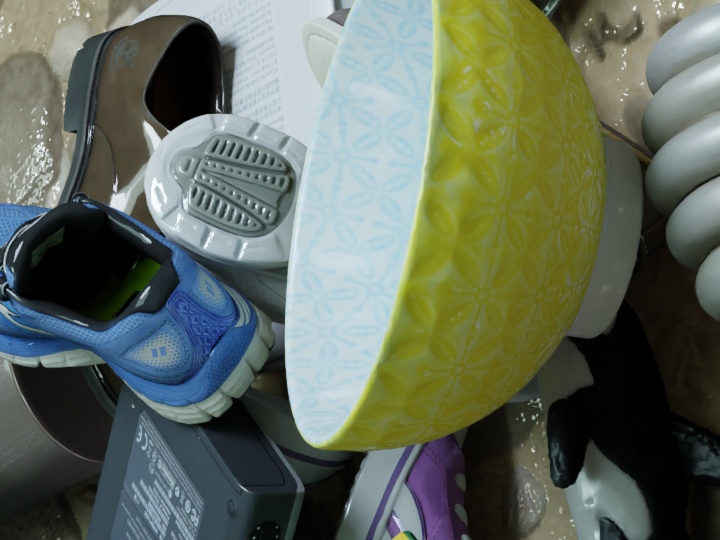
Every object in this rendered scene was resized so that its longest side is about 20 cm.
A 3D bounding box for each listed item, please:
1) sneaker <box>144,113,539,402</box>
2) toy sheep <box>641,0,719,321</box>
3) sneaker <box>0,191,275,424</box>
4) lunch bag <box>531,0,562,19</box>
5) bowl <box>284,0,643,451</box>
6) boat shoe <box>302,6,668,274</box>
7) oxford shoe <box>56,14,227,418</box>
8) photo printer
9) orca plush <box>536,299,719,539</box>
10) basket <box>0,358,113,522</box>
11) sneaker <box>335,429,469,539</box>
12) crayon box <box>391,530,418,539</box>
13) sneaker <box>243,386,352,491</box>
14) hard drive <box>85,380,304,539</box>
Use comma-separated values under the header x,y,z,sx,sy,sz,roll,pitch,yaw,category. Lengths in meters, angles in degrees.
x,y,z,sx,sy,sz,roll,pitch,yaw,category
0.000,0.000,1.287,0.078,0.199,0.099,-60,-4,-16,sneaker
0.174,-0.040,1.124,0.138,0.137,0.201,-27,65,42,toy sheep
-0.125,-0.003,1.272,0.199,0.089,0.079,16,63,43,sneaker
0.067,-0.240,1.308,0.200,0.117,0.164,-54,45,16,lunch bag
0.048,-0.022,1.152,0.200,0.107,0.201,-170,90,-77,bowl
0.056,-0.063,1.285,0.059,0.072,0.200,-39,55,-20,boat shoe
-0.095,-0.027,1.362,0.084,0.072,0.201,-16,69,43,oxford shoe
-0.036,-0.055,1.410,0.166,0.069,0.201,-28,61,41,photo printer
0.121,0.091,1.194,0.071,0.105,0.201,-15,62,12,orca plush
-0.207,0.069,1.528,0.199,0.136,0.181,-21,33,37,basket
0.036,0.146,1.274,0.073,0.114,0.201,104,-174,-62,sneaker
-0.016,0.213,1.144,0.200,0.058,0.119,-39,63,-8,crayon box
-0.061,0.111,1.363,0.200,0.072,0.115,168,121,-74,sneaker
-0.085,0.145,1.300,0.140,0.033,0.201,50,132,50,hard drive
